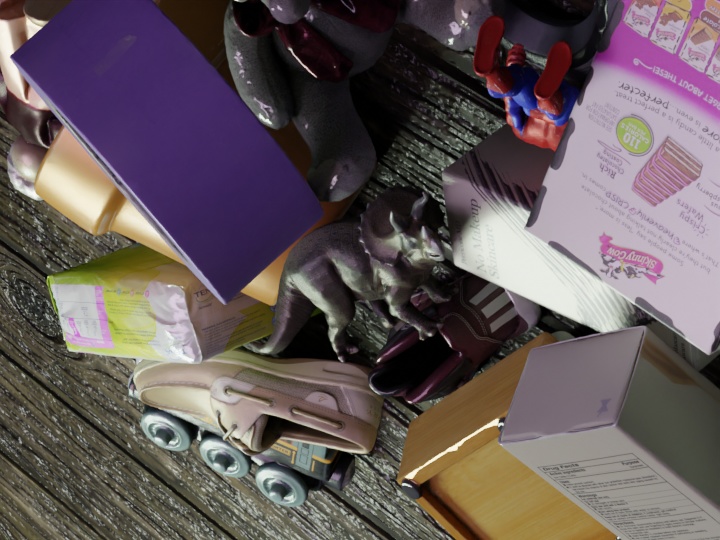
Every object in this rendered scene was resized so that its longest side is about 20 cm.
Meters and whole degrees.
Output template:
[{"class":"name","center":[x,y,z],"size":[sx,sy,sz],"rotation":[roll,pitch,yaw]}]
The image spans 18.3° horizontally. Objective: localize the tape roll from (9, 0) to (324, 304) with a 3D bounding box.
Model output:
[{"class":"tape roll","center":[-0.117,-0.081,1.361],"size":[0.200,0.085,0.200],"rotation":[48,175,6]}]

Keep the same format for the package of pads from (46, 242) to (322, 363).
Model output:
[{"class":"package of pads","center":[-0.129,0.014,1.694],"size":[0.199,0.154,0.069],"rotation":[2,110,51]}]

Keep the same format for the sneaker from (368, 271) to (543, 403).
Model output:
[{"class":"sneaker","center":[0.037,0.060,1.557],"size":[0.076,0.115,0.200],"rotation":[52,148,5]}]

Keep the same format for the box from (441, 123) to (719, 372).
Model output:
[{"class":"box","center":[0.147,-0.016,1.387],"size":[0.199,0.068,0.083],"rotation":[24,138,39]}]

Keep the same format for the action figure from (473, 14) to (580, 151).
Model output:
[{"class":"action figure","center":[0.110,-0.101,1.302],"size":[0.065,0.052,0.200],"rotation":[18,173,14]}]

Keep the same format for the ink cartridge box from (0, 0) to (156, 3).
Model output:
[{"class":"ink cartridge box","center":[-0.226,-0.246,1.659],"size":[0.144,0.084,0.201],"rotation":[17,133,46]}]

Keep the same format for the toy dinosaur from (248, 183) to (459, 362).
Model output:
[{"class":"toy dinosaur","center":[0.000,0.000,1.477],"size":[0.199,0.077,0.103],"rotation":[-16,115,40]}]

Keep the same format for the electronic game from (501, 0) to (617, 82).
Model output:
[{"class":"electronic game","center":[0.099,-0.199,1.309],"size":[0.200,0.042,0.201],"rotation":[42,153,27]}]

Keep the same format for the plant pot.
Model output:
[{"class":"plant pot","center":[-0.096,-0.079,1.558],"size":[0.183,0.201,0.200],"rotation":[37,147,0]}]

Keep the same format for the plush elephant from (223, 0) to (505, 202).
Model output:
[{"class":"plush elephant","center":[-0.039,-0.174,1.327],"size":[0.165,0.155,0.201],"rotation":[-43,59,15]}]

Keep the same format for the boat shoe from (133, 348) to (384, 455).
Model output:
[{"class":"boat shoe","center":[-0.080,0.101,1.671],"size":[0.198,0.065,0.072],"rotation":[4,157,16]}]

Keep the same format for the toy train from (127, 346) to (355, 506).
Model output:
[{"class":"toy train","center":[-0.092,0.108,1.775],"size":[0.199,0.085,0.114],"rotation":[24,141,10]}]

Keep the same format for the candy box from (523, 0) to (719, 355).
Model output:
[{"class":"candy box","center":[0.188,-0.075,1.225],"size":[0.136,0.061,0.201],"rotation":[36,123,23]}]

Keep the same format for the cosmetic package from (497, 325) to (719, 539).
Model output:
[{"class":"cosmetic package","center":[0.191,0.121,1.363],"size":[0.200,0.071,0.105],"rotation":[40,148,-30]}]

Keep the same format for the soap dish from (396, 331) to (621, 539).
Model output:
[{"class":"soap dish","center":[0.124,0.140,1.525],"size":[0.157,0.081,0.200],"rotation":[45,146,-4]}]

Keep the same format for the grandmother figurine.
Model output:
[{"class":"grandmother figurine","center":[-0.243,-0.134,1.656],"size":[0.121,0.060,0.201],"rotation":[43,148,31]}]
